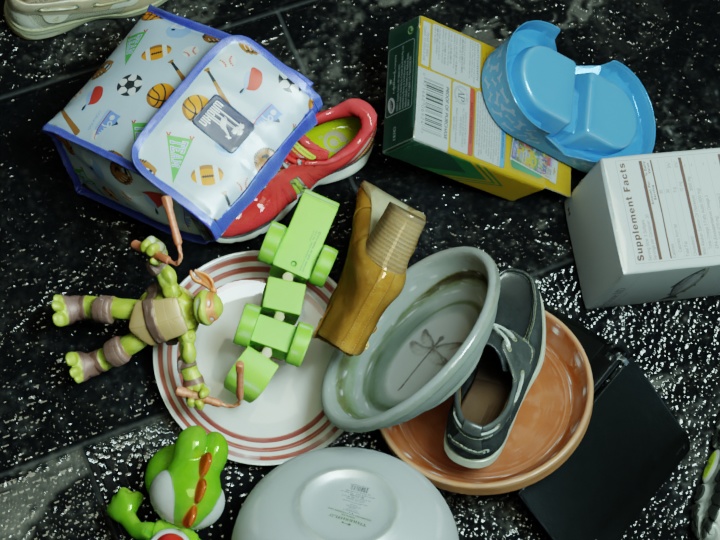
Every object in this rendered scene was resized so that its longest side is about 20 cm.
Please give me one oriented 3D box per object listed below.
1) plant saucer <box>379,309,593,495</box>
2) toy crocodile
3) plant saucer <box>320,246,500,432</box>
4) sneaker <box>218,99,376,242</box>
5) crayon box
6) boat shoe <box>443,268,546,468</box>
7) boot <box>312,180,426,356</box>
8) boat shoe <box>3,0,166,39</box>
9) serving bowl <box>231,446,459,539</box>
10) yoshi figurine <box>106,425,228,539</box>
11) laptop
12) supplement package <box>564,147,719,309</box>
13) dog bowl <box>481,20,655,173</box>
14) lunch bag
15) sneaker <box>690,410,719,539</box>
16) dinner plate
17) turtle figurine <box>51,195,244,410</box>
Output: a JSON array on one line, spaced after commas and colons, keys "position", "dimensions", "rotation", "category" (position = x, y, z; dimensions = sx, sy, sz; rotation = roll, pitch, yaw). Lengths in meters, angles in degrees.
[{"position": [0.111, 0.114, 1.692], "dimensions": [0.199, 0.032, 0.201], "rotation": [-4, 55, 6], "category": "plant saucer"}, {"position": [-0.069, 0.022, 1.669], "dimensions": [0.067, 0.062, 0.201], "rotation": [19, 73, -5], "category": "toy crocodile"}, {"position": [0.054, 0.070, 1.631], "dimensions": [0.050, 0.200, 0.201], "rotation": [44, 66, -24], "category": "plant saucer"}, {"position": [-0.069, -0.102, 1.720], "dimensions": [0.200, 0.085, 0.077], "rotation": [-35, 81, -21], "category": "sneaker"}, {"position": [0.113, -0.147, 1.772], "dimensions": [0.199, 0.051, 0.126], "rotation": [18, 66, -34], "category": "crayon box"}, {"position": [0.123, 0.076, 1.658], "dimensions": [0.071, 0.068, 0.201], "rotation": [11, 55, 13], "category": "boat shoe"}, {"position": [0.001, 0.000, 1.687], "dimensions": [0.071, 0.201, 0.145], "rotation": [28, 96, -8], "category": "boot"}, {"position": [-0.241, -0.278, 1.761], "dimensions": [0.199, 0.065, 0.072], "rotation": [-22, 78, -18], "category": "boat shoe"}, {"position": [-0.011, 0.220, 1.581], "dimensions": [0.199, 0.066, 0.201], "rotation": [2, 43, -2], "category": "serving bowl"}, {"position": [-0.166, 0.231, 1.608], "dimensions": [0.112, 0.112, 0.201], "rotation": [14, 81, 35], "category": "yoshi figurine"}, {"position": [0.178, 0.150, 1.739], "dimensions": [0.200, 0.104, 0.177], "rotation": [31, 65, 27], "category": "laptop"}, {"position": [0.311, -0.042, 1.773], "dimensions": [0.199, 0.117, 0.118], "rotation": [-6, 74, -13], "category": "supplement package"}, {"position": [0.196, -0.159, 1.779], "dimensions": [0.199, 0.049, 0.112], "rotation": [23, 63, -34], "category": "dog bowl"}, {"position": [-0.153, -0.127, 1.661], "dimensions": [0.199, 0.124, 0.170], "rotation": [26, 68, 32], "category": "lunch bag"}, {"position": [0.375, 0.177, 1.747], "dimensions": [0.085, 0.077, 0.201], "rotation": [28, 75, -14], "category": "sneaker"}, {"position": [-0.090, 0.080, 1.697], "dimensions": [0.199, 0.024, 0.201], "rotation": [4, 70, -10], "category": "dinner plate"}, {"position": [-0.185, 0.034, 1.628], "dimensions": [0.160, 0.064, 0.201], "rotation": [-11, 111, 17], "category": "turtle figurine"}]
